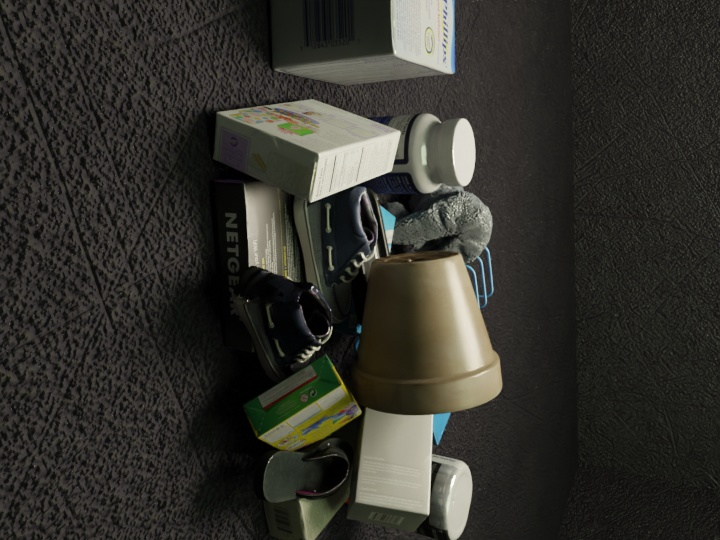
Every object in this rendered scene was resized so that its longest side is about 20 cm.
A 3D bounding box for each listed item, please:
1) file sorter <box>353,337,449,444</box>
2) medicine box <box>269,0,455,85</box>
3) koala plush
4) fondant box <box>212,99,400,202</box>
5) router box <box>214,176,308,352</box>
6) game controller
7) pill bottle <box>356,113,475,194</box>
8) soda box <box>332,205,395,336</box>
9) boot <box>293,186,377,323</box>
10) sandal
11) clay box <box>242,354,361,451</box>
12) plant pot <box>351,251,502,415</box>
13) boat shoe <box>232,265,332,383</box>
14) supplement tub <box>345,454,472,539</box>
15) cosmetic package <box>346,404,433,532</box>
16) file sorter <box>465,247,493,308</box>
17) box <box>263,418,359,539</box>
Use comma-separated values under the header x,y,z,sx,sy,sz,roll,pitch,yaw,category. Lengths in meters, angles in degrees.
x,y,z,sx,sy,sz,roll,pitch,yaw,category
0.085,0.173,1.025,0.139,0.121,0.202,-55,138,-42,file sorter
0.009,-0.316,0.786,0.199,0.180,0.104,-19,111,-58,medicine box
0.149,-0.119,1.090,0.177,0.182,0.201,46,31,-34,koala plush
-0.059,-0.154,0.717,0.200,0.143,0.059,-31,141,-55,fondant box
-0.110,-0.017,0.740,0.149,0.051,0.203,-21,113,-58,router box
0.010,-0.019,0.851,0.104,0.042,0.203,-21,102,-50,game controller
0.063,-0.173,0.882,0.115,0.198,0.117,-13,106,-59,pill bottle
0.000,0.000,0.929,0.068,0.063,0.203,27,71,-58,soda box
-0.020,-0.013,0.753,0.073,0.089,0.202,-58,143,-47,boot
-0.056,0.260,0.751,0.200,0.047,0.076,15,77,-58,sandal
-0.065,0.181,0.753,0.114,0.048,0.200,-31,156,-7,clay box
0.078,0.069,0.761,0.199,0.198,0.176,-18,105,-58,plant pot
-0.070,0.083,0.685,0.075,0.092,0.201,-59,145,-30,boat shoe
0.072,0.355,0.960,0.122,0.198,0.124,-12,104,-59,supplement tub
0.045,0.249,0.841,0.091,0.105,0.202,104,-3,-51,cosmetic package
0.180,0.043,1.194,0.200,0.121,0.140,-46,131,-48,file sorter
-0.055,0.300,0.863,0.200,0.068,0.083,-31,119,-56,box
